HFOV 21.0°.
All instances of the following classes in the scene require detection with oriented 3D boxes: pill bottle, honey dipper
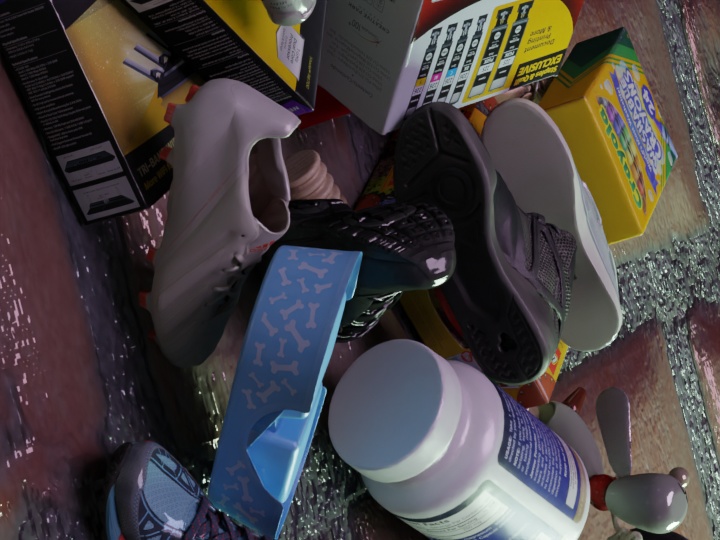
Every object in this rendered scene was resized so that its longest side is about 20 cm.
[{"bbox_3d":[0.069,0.132,1.355,0.200,0.115,0.117,40,46,-46],"label":"pill bottle"},{"bbox_3d":[0.000,0.000,1.372,0.201,0.038,0.038,57,36,-33],"label":"honey dipper"}]

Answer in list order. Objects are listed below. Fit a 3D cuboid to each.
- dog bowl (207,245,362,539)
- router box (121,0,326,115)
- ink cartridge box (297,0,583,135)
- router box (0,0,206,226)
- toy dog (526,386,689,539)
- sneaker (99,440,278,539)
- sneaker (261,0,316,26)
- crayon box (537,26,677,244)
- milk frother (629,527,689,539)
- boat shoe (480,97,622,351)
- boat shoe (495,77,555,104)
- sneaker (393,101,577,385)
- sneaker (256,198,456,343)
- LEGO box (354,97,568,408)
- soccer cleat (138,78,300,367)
[{"bbox_3d":[-0.047,0.070,1.153,0.112,0.049,0.201,-69,176,-52],"label":"dog bowl"},{"bbox_3d":[-0.078,-0.212,1.200,0.149,0.051,0.201,43,42,-43],"label":"router box"},{"bbox_3d":[0.064,-0.173,1.368,0.199,0.084,0.177,-22,140,-42],"label":"ink cartridge box"},{"bbox_3d":[-0.134,-0.143,1.185,0.158,0.052,0.200,66,32,-18],"label":"router box"},{"bbox_3d":[0.183,0.139,1.477,0.096,0.199,0.132,-41,143,-22],"label":"toy dog"},{"bbox_3d":[-0.072,0.168,1.129,0.201,0.095,0.080,56,36,-31],"label":"sneaker"},{"bbox_3d":[-0.035,-0.222,1.171,0.201,0.074,0.087,-70,150,-43],"label":"sneaker"},{"bbox_3d":[0.200,-0.104,1.590,0.126,0.051,0.200,64,29,-17],"label":"crayon box"},{"bbox_3d":[0.244,0.311,1.498,0.188,0.199,0.182,-27,106,-58],"label":"milk frother"},{"bbox_3d":[0.142,-0.038,1.448,0.072,0.070,0.202,-68,137,-68],"label":"boat shoe"},{"bbox_3d":[0.134,-0.154,1.618,0.199,0.064,0.072,4,76,-58],"label":"boat shoe"},{"bbox_3d":[0.089,-0.030,1.351,0.201,0.076,0.114,63,27,-10],"label":"sneaker"},{"bbox_3d":[-0.001,0.003,1.227,0.075,0.199,0.092,-13,101,-29],"label":"sneaker"},{"bbox_3d":[0.088,-0.015,1.479,0.201,0.077,0.149,60,35,-27],"label":"LEGO box"},{"bbox_3d":[-0.081,-0.017,1.135,0.069,0.077,0.201,-51,156,-51],"label":"soccer cleat"}]
